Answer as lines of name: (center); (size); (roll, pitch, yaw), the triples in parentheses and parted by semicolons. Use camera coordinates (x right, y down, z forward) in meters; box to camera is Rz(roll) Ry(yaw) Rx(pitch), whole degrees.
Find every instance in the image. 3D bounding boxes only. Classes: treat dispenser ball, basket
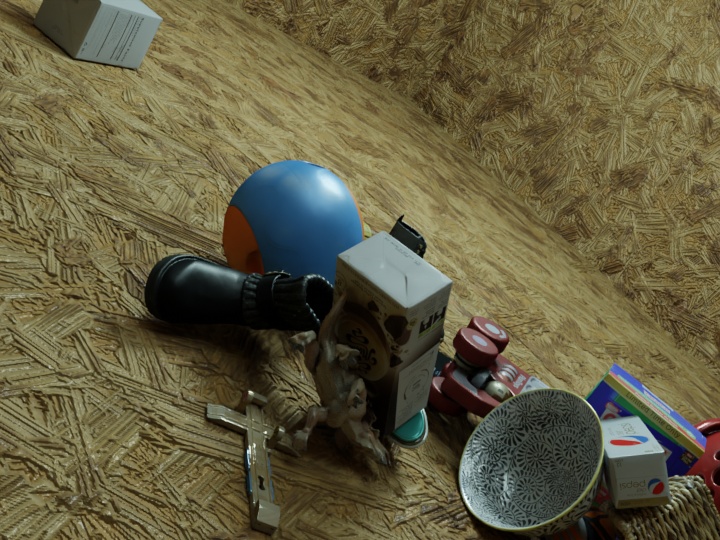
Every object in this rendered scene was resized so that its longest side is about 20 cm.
treat dispenser ball: (-0.092, -0.049, 1.164); (0.199, 0.203, 0.202); (31, 18, -11)
basket: (0.374, 0.378, 1.049); (0.147, 0.142, 0.203); (-22, 84, -26)

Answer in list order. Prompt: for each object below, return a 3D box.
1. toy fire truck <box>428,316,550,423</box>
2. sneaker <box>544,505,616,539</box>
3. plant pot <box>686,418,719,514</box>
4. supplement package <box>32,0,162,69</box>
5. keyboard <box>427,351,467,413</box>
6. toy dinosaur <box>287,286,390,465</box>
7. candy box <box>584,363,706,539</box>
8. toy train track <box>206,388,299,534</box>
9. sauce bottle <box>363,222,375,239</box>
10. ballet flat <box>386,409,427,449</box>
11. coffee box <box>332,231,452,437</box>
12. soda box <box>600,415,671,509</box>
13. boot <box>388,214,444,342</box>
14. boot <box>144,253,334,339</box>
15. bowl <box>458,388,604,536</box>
toy fire truck: (0.196, 0.166, 1.217); (0.166, 0.114, 0.199); (33, 19, 13)
sneaker: (0.279, 0.319, 1.161); (0.111, 0.078, 0.202); (29, 28, -35)
plant pot: (0.650, 0.374, 1.479); (0.198, 0.202, 0.183); (24, 18, -31)
supplement package: (-0.501, -0.481, 1.623); (0.121, 0.121, 0.199); (38, 18, 12)
keyboard: (0.127, 0.175, 1.306); (0.126, 0.021, 0.200); (33, 18, 10)
toy dinosaur: (-0.025, 0.126, 0.945); (0.135, 0.084, 0.205); (19, 63, -78)
candy box: (0.369, 0.268, 1.220); (0.168, 0.202, 0.077); (39, 18, 13)
toy train track: (-0.099, 0.180, 0.856); (0.113, 0.033, 0.201); (28, 21, -23)
sauce bottle: (-0.055, -0.076, 1.520); (0.198, 0.066, 0.066); (20, 23, -45)
ballet flat: (0.026, 0.162, 1.080); (0.069, 0.070, 0.201); (17, 27, -44)
coffee box: (0.028, 0.076, 0.975); (0.079, 0.203, 0.112); (-28, 49, -35)
soda box: (0.340, 0.240, 1.073); (0.200, 0.067, 0.065); (-11, 93, -80)
boot: (0.094, 0.017, 1.445); (0.199, 0.139, 0.077); (42, 19, 16)
boot: (-0.129, 0.032, 0.980); (0.155, 0.081, 0.210); (8, 1, 33)
bowl: (0.231, 0.260, 1.067); (0.095, 0.199, 0.202); (50, 8, -32)
